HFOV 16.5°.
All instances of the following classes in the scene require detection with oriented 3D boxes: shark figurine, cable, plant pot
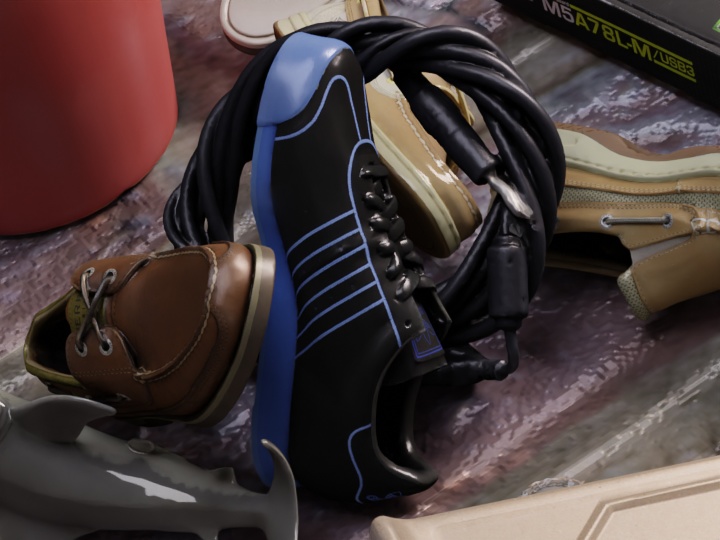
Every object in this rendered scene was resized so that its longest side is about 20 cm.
[{"bbox_3d":[-0.114,0.106,1.077,0.214,0.128,0.090,17,76,14],"label":"shark figurine"},{"bbox_3d":[-0.007,-0.033,1.116,0.199,0.164,0.051,7,10,30],"label":"cable"},{"bbox_3d":[-0.186,-0.129,1.268,0.200,0.178,0.201,-12,41,11],"label":"plant pot"}]

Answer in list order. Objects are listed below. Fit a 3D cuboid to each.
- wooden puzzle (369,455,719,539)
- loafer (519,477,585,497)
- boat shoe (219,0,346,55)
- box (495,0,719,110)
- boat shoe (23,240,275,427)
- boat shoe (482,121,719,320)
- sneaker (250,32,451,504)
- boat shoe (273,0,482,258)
[{"bbox_3d":[0.121,0.146,0.892,0.199,0.037,0.185,-6,42,-22],"label":"wooden puzzle"},{"bbox_3d":[0.074,0.148,0.940,0.072,0.063,0.200,-8,42,14],"label":"loafer"},{"bbox_3d":[-0.006,-0.176,1.351,0.067,0.057,0.200,27,61,18],"label":"boat shoe"},{"bbox_3d":[0.195,-0.176,1.264,0.200,0.048,0.193,-37,45,-20],"label":"box"},{"bbox_3d":[-0.095,0.029,1.060,0.068,0.200,0.072,16,69,-18],"label":"boat shoe"},{"bbox_3d":[0.141,-0.010,1.097,0.200,0.072,0.076,10,63,41],"label":"boat shoe"},{"bbox_3d":[0.000,0.000,1.058,0.078,0.201,0.070,5,10,23],"label":"sneaker"},{"bbox_3d":[0.018,-0.081,1.210,0.066,0.074,0.200,-29,42,-4],"label":"boat shoe"}]
